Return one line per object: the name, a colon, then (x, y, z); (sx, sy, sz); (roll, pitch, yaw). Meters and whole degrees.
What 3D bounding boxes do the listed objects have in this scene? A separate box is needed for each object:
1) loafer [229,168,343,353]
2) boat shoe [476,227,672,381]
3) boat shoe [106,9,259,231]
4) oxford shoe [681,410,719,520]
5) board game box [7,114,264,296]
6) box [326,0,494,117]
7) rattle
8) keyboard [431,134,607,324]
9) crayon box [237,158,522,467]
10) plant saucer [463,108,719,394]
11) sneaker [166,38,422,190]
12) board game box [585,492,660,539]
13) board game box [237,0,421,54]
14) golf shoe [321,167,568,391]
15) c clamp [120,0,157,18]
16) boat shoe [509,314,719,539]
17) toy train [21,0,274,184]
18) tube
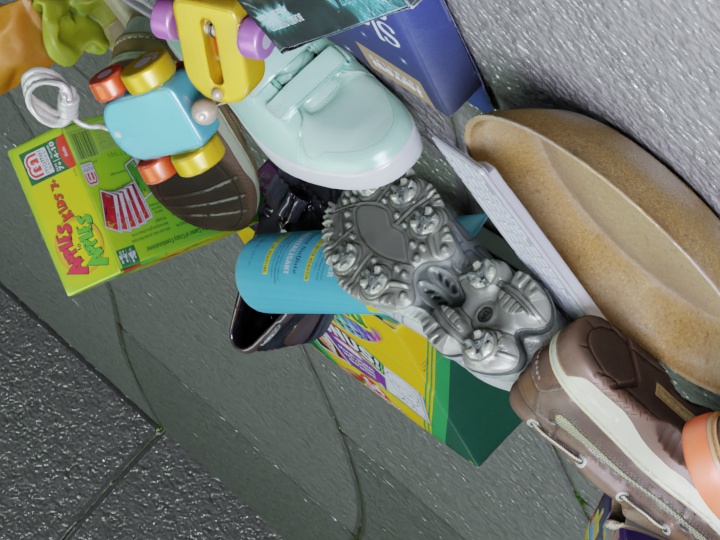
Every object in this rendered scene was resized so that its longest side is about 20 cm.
loafer: (-0.043, -0.010, 1.711); (0.072, 0.063, 0.200); (50, 148, 25)
boat shoe: (0.100, 0.032, 1.533); (0.200, 0.062, 0.075); (35, 166, 40)
boat shoe: (-0.105, -0.098, 1.647); (0.071, 0.077, 0.200); (0, 151, 11)
oxford shoe: (0.244, 0.118, 1.325); (0.200, 0.072, 0.071); (30, -139, -46)
board game box: (-0.143, -0.057, 1.731); (0.200, 0.047, 0.102); (-24, -89, -60)
box: (-0.004, -0.151, 1.333); (0.121, 0.032, 0.200); (36, 166, 36)
rattle: (-0.174, -0.137, 1.715); (0.200, 0.143, 0.131); (44, 152, 32)
keyboard: (0.101, 0.004, 1.385); (0.200, 0.011, 0.056); (52, 168, -34)
crayon box: (0.009, 0.030, 1.845); (0.200, 0.058, 0.173); (34, 165, 41)
plant saucer: (0.136, -0.017, 1.304); (0.200, 0.035, 0.200); (42, 169, 10)
sneaker: (-0.053, -0.128, 1.477); (0.200, 0.074, 0.118); (37, 163, 27)
board game box: (0.205, 0.191, 1.410); (0.165, 0.057, 0.200); (24, -162, -4)
board game box: (-0.042, -0.172, 1.250); (0.135, 0.028, 0.200); (49, 165, -12)
golf shoe: (0.052, 0.015, 1.464); (0.097, 0.078, 0.200); (41, -176, -45)
c clamp: (-0.114, -0.203, 1.408); (0.200, 0.027, 0.171); (35, 136, 4)
boat shoe: (0.162, 0.111, 1.378); (0.202, 0.075, 0.075); (45, -147, -9)
toy train: (-0.113, -0.140, 1.415); (0.150, 0.056, 0.200); (34, 140, 8)
tube: (0.000, 0.000, 1.588); (0.050, 0.078, 0.200); (38, 157, -31)
